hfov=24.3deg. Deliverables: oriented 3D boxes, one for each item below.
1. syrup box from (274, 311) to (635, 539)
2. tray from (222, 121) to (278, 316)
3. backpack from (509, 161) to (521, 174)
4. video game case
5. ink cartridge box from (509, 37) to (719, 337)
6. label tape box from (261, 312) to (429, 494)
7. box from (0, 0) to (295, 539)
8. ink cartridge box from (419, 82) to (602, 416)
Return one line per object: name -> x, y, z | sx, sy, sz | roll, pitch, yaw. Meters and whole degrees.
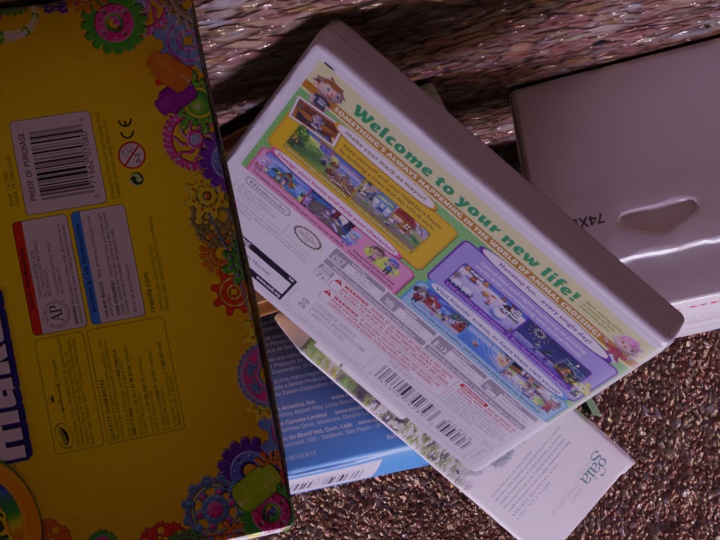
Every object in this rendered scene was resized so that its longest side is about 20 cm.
syrup box -> 0.054, 0.069, 0.960 | 0.079, 0.200, 0.081 | -49, -162, 0
tray -> -0.058, -0.025, 0.924 | 0.037, 0.099, 0.200 | -19, 180, -34
backpack -> 0.114, 0.020, 1.283 | 0.200, 0.191, 0.154 | -24, 161, -40
video game case -> 0.025, -0.002, 0.779 | 0.022, 0.200, 0.182 | -52, -176, -35
ink cartridge box -> 0.191, -0.039, 1.030 | 0.146, 0.147, 0.200 | -13, 170, 14
label tape box -> -0.015, 0.031, 1.056 | 0.143, 0.201, 0.066 | -11, 159, -13
box -> -0.120, 0.016, 0.668 | 0.122, 0.201, 0.193 | -10, 174, -15
ink cartridge box -> 0.069, 0.000, 0.949 | 0.048, 0.201, 0.146 | -25, 174, 3
